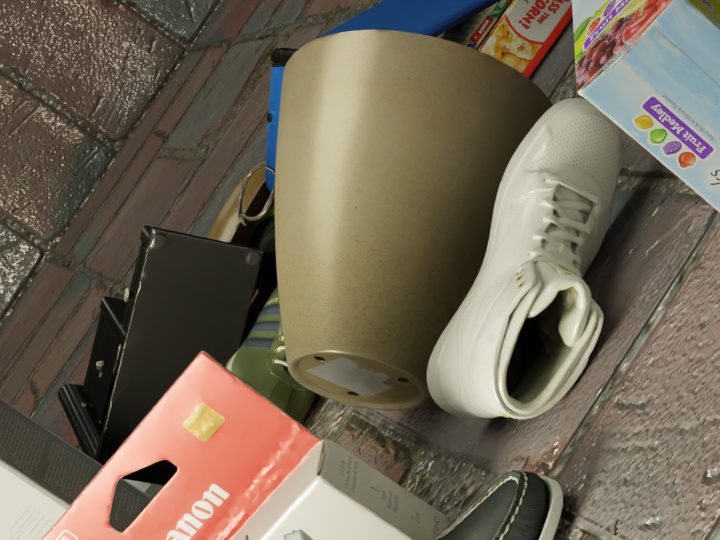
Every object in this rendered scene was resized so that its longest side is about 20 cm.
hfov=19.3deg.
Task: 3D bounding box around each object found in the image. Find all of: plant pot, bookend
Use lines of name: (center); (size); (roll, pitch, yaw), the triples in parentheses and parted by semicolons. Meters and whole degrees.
plant pot: (-0.110, -0.014, 1.869); (0.200, 0.027, 0.201); (24, -90, -81)
bookend: (-0.166, 0.047, 1.711); (0.199, 0.092, 0.201); (-136, 59, -68)
plant pot: (0.018, -0.020, 1.361); (0.187, 0.186, 0.201); (-30, 42, 59)

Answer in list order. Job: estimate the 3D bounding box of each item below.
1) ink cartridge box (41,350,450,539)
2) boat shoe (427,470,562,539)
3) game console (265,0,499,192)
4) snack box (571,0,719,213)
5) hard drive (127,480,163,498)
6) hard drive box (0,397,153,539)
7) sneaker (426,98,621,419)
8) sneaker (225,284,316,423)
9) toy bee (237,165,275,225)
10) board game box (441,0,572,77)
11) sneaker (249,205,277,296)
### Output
ink cartridge box: (-0.077, 0.169, 1.188); (0.200, 0.176, 0.045); (-49, 15, 24)
boat shoe: (0.025, 0.177, 1.070); (0.201, 0.060, 0.076); (-55, 14, 2)
game console: (0.018, -0.139, 1.662); (0.200, 0.118, 0.172); (8, 95, 63)
snack box: (0.176, -0.089, 0.961); (0.068, 0.168, 0.200); (-44, 16, 24)
hard drive: (-0.183, 0.176, 1.837); (0.200, 0.027, 0.132); (-51, 15, 16)
hard drive box: (-0.241, 0.215, 1.580); (0.156, 0.200, 0.077); (-48, 15, 22)
sneaker: (0.114, -0.005, 1.194); (0.201, 0.073, 0.115); (-67, 17, -7)
sneaker: (-0.047, 0.046, 1.595); (0.090, 0.067, 0.200); (-54, 10, 26)
toy bee: (0.000, 0.000, 1.528); (0.131, 0.108, 0.201); (-37, 46, 30)
board game box: (0.099, -0.172, 1.663); (0.201, 0.046, 0.151); (-55, 14, 1)
sneaker: (-0.027, -0.038, 1.754); (0.200, 0.076, 0.084); (-45, 33, 48)
